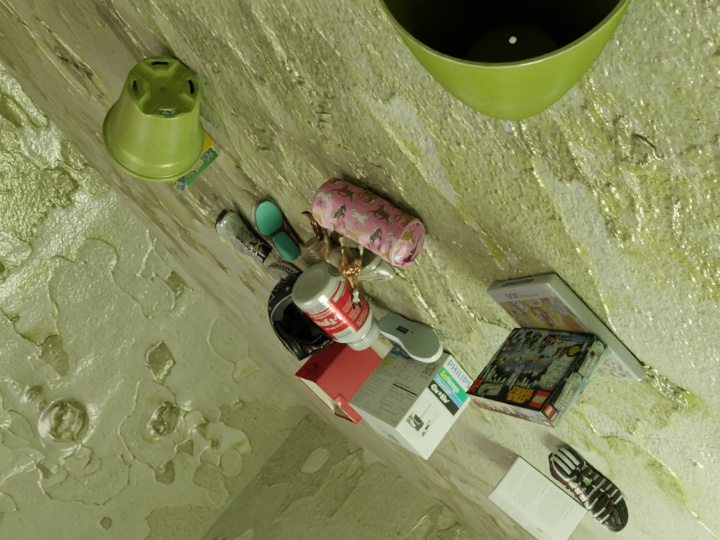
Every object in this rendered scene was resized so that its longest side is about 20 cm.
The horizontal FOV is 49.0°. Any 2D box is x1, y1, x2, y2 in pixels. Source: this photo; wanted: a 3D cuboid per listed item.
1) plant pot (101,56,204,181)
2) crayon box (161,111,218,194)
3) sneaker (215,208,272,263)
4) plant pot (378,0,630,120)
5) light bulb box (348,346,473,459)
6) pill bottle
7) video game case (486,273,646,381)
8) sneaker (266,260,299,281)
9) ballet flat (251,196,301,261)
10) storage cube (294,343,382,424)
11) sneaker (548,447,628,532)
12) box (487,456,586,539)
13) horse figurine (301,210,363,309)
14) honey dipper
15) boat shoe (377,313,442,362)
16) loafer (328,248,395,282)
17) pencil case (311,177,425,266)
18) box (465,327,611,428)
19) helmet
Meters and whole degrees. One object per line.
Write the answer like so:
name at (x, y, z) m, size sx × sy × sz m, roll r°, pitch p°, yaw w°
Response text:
plant pot at (-0.378, -0.297, 1.485) m, size 0.200 × 0.200 × 0.184 m, roll 42°, pitch 152°, yaw -2°
crayon box at (-0.400, -0.276, 1.655) m, size 0.200 × 0.126 × 0.052 m, roll 48°, pitch 162°, yaw -21°
sneaker at (-0.283, -0.085, 2.002) m, size 0.115 × 0.076 × 0.201 m, roll 25°, pitch 166°, yaw 23°
plant pot at (0.118, -0.201, 0.618) m, size 0.187 × 0.187 × 0.200 m, roll 36°, pitch 178°, yaw 18°
light bulb box at (0.116, 0.277, 1.748) m, size 0.125 × 0.200 × 0.198 m, roll 49°, pitch 162°, yaw -28°
pill bottle at (-0.047, 0.083, 1.702) m, size 0.200 × 0.112 × 0.112 m, roll 46°, pitch 164°, yaw -34°
video game case at (0.297, 0.087, 1.163) m, size 0.200 × 0.023 × 0.182 m, roll 45°, pitch 164°, yaw -10°
sneaker at (-0.169, 0.046, 2.025) m, size 0.200 × 0.082 × 0.078 m, roll 35°, pitch 162°, yaw 25°
ballet flat at (-0.196, -0.099, 1.763) m, size 0.071 × 0.069 × 0.200 m, roll 53°, pitch 176°, yaw 45°
storage cube at (-0.042, 0.288, 2.177) m, size 0.200 × 0.180 × 0.171 m, roll 47°, pitch 163°, yaw -16°
sneaker at (0.464, 0.448, 1.637) m, size 0.200 × 0.076 × 0.116 m, roll 51°, pitch 170°, yaw 5°
box at (0.432, 0.576, 1.951) m, size 0.200 × 0.106 × 0.152 m, roll 38°, pitch 163°, yaw 15°
horse figurine at (-0.042, -0.039, 1.476) m, size 0.200 × 0.050 × 0.133 m, roll 49°, pitch 154°, yaw 39°
honey dipper at (-0.045, 0.005, 1.724) m, size 0.200 × 0.038 × 0.038 m, roll 47°, pitch 163°, yaw -25°
boat shoe at (0.122, 0.158, 1.680) m, size 0.091 × 0.071 × 0.200 m, roll 52°, pitch 168°, yaw -34°
loafer at (0.000, 0.000, 1.551) m, size 0.063 × 0.072 × 0.200 m, roll 40°, pitch 162°, yaw -19°
pencil case at (0.012, -0.079, 1.289) m, size 0.200 × 0.083 × 0.087 m, roll 30°, pitch 159°, yaw 34°
box at (0.251, 0.149, 1.144) m, size 0.040 × 0.137 × 0.200 m, roll 44°, pitch 163°, yaw -16°
helmet at (-0.128, 0.098, 1.878) m, size 0.191 × 0.200 × 0.200 m, roll 61°, pitch 165°, yaw 6°
